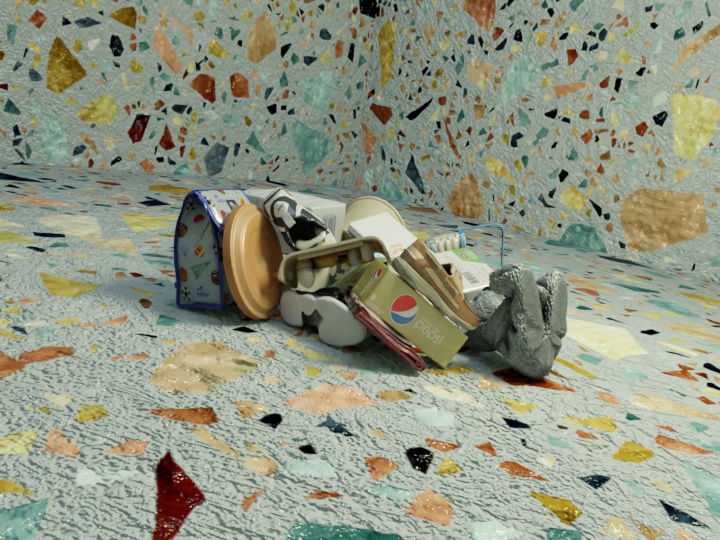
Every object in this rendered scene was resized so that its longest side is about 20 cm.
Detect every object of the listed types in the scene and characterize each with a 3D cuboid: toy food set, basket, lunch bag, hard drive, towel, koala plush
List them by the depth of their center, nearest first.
[{"bbox_3d":[0.038,0.090,1.091,0.143,0.023,0.200,41,4,-12],"label":"towel"},{"bbox_3d":[0.246,0.096,1.151,0.174,0.190,0.197,11,-13,-41],"label":"koala plush"},{"bbox_3d":[-0.040,-0.005,1.158,0.194,0.062,0.144,-12,-9,5],"label":"toy food set"},{"bbox_3d":[-0.254,-0.047,1.187,0.120,0.207,0.170,-1,7,19],"label":"lunch bag"},{"bbox_3d":[0.080,-0.050,1.422,0.130,0.026,0.200,-19,52,-43],"label":"hard drive"},{"bbox_3d":[0.250,-0.020,1.555,0.193,0.182,0.139,-1,7,6],"label":"basket"}]

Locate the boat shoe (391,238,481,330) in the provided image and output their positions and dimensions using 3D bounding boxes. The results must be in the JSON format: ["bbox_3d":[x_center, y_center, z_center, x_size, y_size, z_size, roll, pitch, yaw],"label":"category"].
[{"bbox_3d":[0.136,0.025,1.037,0.199,0.072,0.076,40,1,-32],"label":"boat shoe"}]

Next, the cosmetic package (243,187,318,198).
[{"bbox_3d":[-0.202,-0.101,1.598,0.193,0.170,0.165,8,12,0],"label":"cosmetic package"}]

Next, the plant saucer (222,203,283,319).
[{"bbox_3d":[-0.182,-0.017,1.149,0.031,0.207,0.200,-9,6,18],"label":"plant saucer"}]

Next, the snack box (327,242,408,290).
[{"bbox_3d":[0.000,0.000,1.337,0.114,0.038,0.199,-2,-23,-41],"label":"snack box"}]

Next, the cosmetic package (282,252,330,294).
[{"bbox_3d":[-0.162,0.001,1.351,0.101,0.090,0.198,1,14,-41],"label":"cosmetic package"}]

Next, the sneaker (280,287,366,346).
[{"bbox_3d":[-0.044,0.073,1.140,0.197,0.078,0.112,16,16,40],"label":"sneaker"}]

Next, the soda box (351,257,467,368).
[{"bbox_3d":[0.082,0.072,1.048,0.199,0.068,0.064,40,0,-25],"label":"soda box"}]

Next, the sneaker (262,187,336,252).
[{"bbox_3d":[-0.091,-0.055,1.189,0.200,0.079,0.130,54,-1,-41],"label":"sneaker"}]

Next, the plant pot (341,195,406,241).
[{"bbox_3d":[-0.009,-0.056,1.544,0.195,0.206,0.183,14,24,22],"label":"plant pot"}]

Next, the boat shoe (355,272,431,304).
[{"bbox_3d":[0.053,0.033,1.172,0.197,0.075,0.066,18,-22,48],"label":"boat shoe"}]

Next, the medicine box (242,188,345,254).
[{"bbox_3d":[-0.155,-0.107,1.389,0.194,0.106,0.181,13,12,20],"label":"medicine box"}]

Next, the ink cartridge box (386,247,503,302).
[{"bbox_3d":[0.161,0.038,1.275,0.194,0.086,0.145,-11,34,-22],"label":"ink cartridge box"}]
